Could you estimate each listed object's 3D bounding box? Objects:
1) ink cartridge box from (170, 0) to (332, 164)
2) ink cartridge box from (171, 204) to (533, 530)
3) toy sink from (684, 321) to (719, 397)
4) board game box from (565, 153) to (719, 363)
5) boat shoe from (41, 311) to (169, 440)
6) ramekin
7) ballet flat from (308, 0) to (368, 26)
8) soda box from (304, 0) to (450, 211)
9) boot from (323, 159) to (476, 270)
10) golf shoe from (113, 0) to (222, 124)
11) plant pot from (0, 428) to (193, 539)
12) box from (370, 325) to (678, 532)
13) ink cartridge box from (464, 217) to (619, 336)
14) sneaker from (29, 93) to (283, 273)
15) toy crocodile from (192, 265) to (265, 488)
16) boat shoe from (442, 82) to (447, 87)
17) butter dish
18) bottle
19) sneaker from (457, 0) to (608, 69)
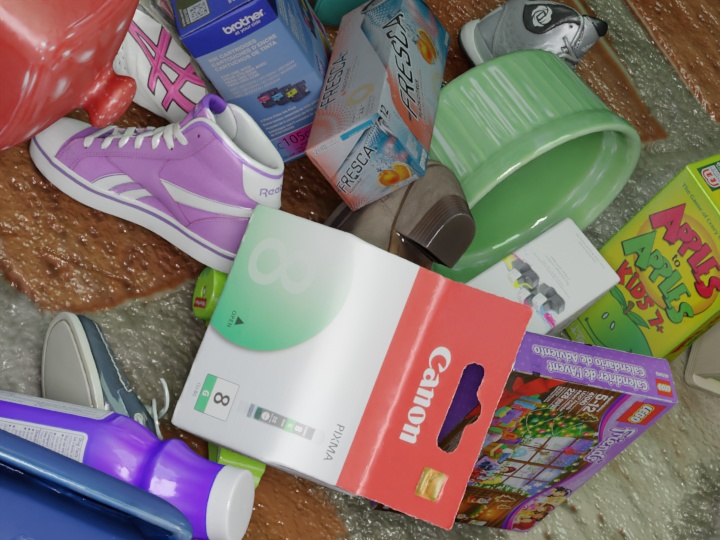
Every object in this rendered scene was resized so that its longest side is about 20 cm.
[{"bbox_3d":[-0.087,-0.193,1.462,0.200,0.076,0.137,52,17,-48],"label":"ink cartridge box"},{"bbox_3d":[-0.008,0.062,1.272,0.199,0.050,0.161,18,83,24],"label":"ink cartridge box"},{"bbox_3d":[0.359,0.062,1.618,0.130,0.200,0.112,22,78,-20],"label":"toy sink"},{"bbox_3d":[0.241,0.008,1.532,0.048,0.200,0.102,-19,70,-41],"label":"board game box"},{"bbox_3d":[-0.157,0.119,1.276,0.062,0.075,0.201,-7,64,-35],"label":"boat shoe"},{"bbox_3d":[0.112,-0.081,1.521,0.200,0.200,0.098,-14,60,-39],"label":"ramekin"},{"bbox_3d":[-0.049,-0.243,1.618,0.199,0.073,0.073,-9,64,-35],"label":"ballet flat"},{"bbox_3d":[0.016,-0.134,1.442,0.064,0.068,0.200,50,28,-26],"label":"soda box"},{"bbox_3d":[0.000,0.000,1.395,0.200,0.146,0.070,-42,115,-7],"label":"boot"},{"bbox_3d":[-0.155,-0.151,1.490,0.092,0.073,0.201,-26,85,1],"label":"golf shoe"},{"bbox_3d":[-0.215,0.206,1.095,0.199,0.200,0.180,25,42,-15],"label":"plant pot"},{"bbox_3d":[0.111,0.117,1.366,0.136,0.200,0.039,11,51,-26],"label":"box"},{"bbox_3d":[0.093,0.048,1.465,0.200,0.115,0.068,-31,79,-42],"label":"ink cartridge box"},{"bbox_3d":[-0.141,-0.090,1.384,0.200,0.115,0.073,25,32,13],"label":"sneaker"},{"bbox_3d":[-0.088,0.063,1.380,0.067,0.062,0.201,14,57,-26],"label":"toy crocodile"},{"bbox_3d":[0.040,-0.137,1.603,0.199,0.062,0.075,5,54,-33],"label":"boat shoe"},{"bbox_3d":[-0.221,-0.160,1.349,0.148,0.200,0.200,42,46,-1],"label":"butter dish"},{"bbox_3d":[-0.166,0.128,1.197,0.199,0.084,0.065,9,13,16],"label":"bottle"},{"bbox_3d":[0.178,-0.161,1.663,0.200,0.115,0.075,57,14,14],"label":"sneaker"}]
